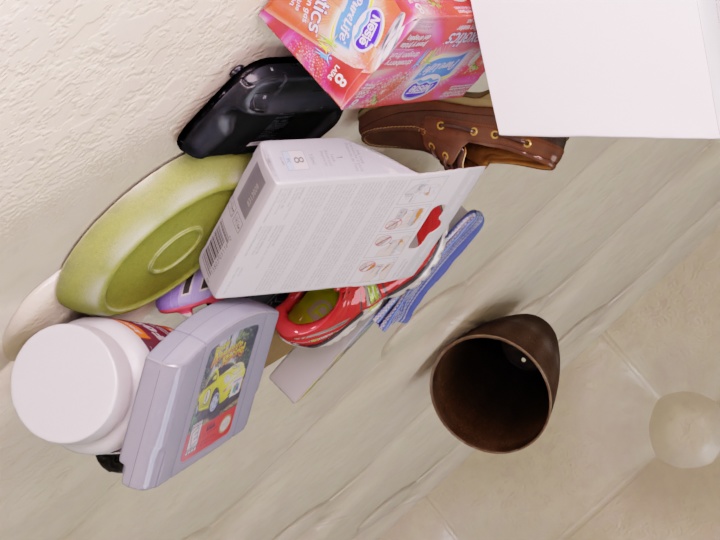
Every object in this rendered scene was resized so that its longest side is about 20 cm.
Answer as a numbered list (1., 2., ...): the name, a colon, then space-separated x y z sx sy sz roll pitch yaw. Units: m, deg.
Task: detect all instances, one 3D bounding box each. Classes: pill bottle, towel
1. pill bottle: -0.210 0.098 1.551 0.114 0.114 0.200 -43 166 8
2. towel: 0.072 0.000 1.798 0.145 0.024 0.200 -50 177 5

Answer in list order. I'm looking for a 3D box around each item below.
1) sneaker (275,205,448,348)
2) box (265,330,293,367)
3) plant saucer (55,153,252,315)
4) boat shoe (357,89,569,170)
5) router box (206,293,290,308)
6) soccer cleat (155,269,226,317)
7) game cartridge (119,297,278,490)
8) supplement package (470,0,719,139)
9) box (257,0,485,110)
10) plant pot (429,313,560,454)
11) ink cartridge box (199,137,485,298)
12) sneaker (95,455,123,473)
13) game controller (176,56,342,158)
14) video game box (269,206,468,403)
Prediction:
1. sneaker: 0.000 0.000 1.673 0.200 0.077 0.085 -46 159 12
2. box: -0.049 0.037 1.964 0.199 0.021 0.164 -30 162 -36
3. plant saucer: -0.158 -0.026 1.487 0.200 0.031 0.200 -38 165 -12
4. boat shoe: 0.084 -0.116 1.568 0.199 0.068 0.072 1 168 28
5. router box: -0.053 -0.020 1.726 0.157 0.052 0.200 -45 165 13
6. soccer cleat: -0.098 -0.027 1.596 0.199 0.077 0.067 -26 -170 11
7. game cartridge: -0.131 0.094 1.534 0.200 0.041 0.134 -30 136 -64
8. supplement package: 0.214 -0.198 1.317 0.190 0.148 0.200 5 -152 41
9. box: 0.030 -0.189 1.347 0.096 0.100 0.200 -48 165 26
10. plant pot: 0.223 0.143 2.721 0.187 0.187 0.200 -49 177 31
11. ink cartridge box: -0.017 -0.047 1.507 0.199 0.047 0.160 -7 148 -31
12. sneaker: -0.178 0.127 1.804 0.200 0.070 0.090 -47 161 17
13. game controller: -0.063 -0.129 1.429 0.104 0.042 0.200 -33 170 28
14. video game box: 0.009 0.026 1.866 0.200 0.047 0.182 -50 179 35
